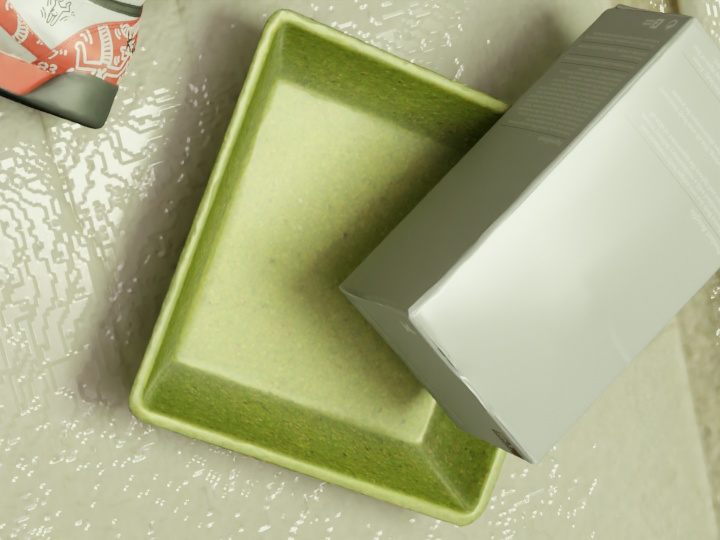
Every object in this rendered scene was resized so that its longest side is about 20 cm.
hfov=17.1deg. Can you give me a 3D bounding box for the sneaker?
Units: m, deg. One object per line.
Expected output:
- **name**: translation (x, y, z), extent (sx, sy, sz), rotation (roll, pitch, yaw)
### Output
- **sneaker**: translation (-0.181, -0.144, 1.032), extent (0.201, 0.067, 0.108), rotation (21, 88, -30)

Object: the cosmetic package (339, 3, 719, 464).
- **cosmetic package**: translation (0.100, -0.019, 1.123), extent (0.200, 0.090, 0.107), rotation (-43, 114, -10)

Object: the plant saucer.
- **plant saucer**: translation (0.000, 0.000, 1.151), extent (0.199, 0.048, 0.201), rotation (21, 90, -26)
